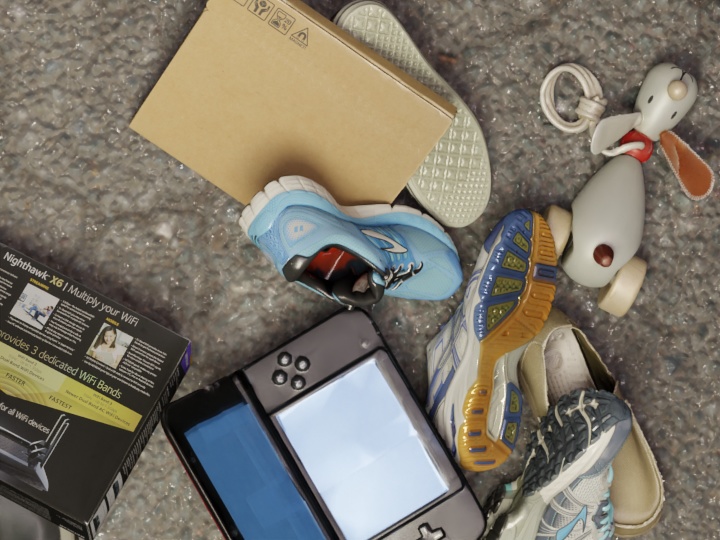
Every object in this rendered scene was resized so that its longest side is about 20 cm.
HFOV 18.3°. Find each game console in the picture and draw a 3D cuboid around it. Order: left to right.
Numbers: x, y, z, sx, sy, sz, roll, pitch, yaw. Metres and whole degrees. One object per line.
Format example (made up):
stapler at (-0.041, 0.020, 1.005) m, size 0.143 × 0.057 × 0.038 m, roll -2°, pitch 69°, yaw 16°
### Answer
game console at (-0.022, 0.145, 1.605) m, size 0.171 × 0.119 × 0.201 m, roll -30°, pitch 87°, yaw -3°

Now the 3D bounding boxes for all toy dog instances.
toy dog at (0.202, -0.066, 1.721) m, size 0.131 × 0.096 × 0.202 m, roll 6°, pitch 90°, yaw -9°

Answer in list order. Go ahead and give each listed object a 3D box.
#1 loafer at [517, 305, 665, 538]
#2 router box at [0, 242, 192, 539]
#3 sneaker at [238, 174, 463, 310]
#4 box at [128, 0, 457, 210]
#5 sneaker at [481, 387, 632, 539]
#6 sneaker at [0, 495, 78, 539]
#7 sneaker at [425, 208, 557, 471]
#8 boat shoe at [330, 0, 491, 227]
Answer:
loafer at (0.174, 0.120, 1.732) m, size 0.076 × 0.067 × 0.201 m, roll -32°, pitch 95°, yaw -7°
router box at (-0.245, 0.080, 1.632) m, size 0.199 × 0.052 × 0.158 m, roll 27°, pitch 70°, yaw 7°
sneaker at (0.000, 0.000, 1.657) m, size 0.199 × 0.090 × 0.079 m, roll 13°, pitch 128°, yaw -40°
box at (-0.053, -0.114, 1.678) m, size 0.199 × 0.021 × 0.164 m, roll 34°, pitch 120°, yaw -8°
sneaker at (0.161, 0.166, 1.694) m, size 0.086 × 0.078 × 0.200 m, roll 21°, pitch 131°, yaw -15°
sneaker at (-0.264, 0.198, 1.668) m, size 0.105 × 0.075 × 0.202 m, roll -3°, pitch 81°, yaw -5°
sneaker at (0.086, 0.047, 1.705) m, size 0.075 × 0.088 × 0.202 m, roll 15°, pitch 91°, yaw -37°
boat shoe at (0.036, -0.122, 1.715) m, size 0.074 × 0.062 × 0.201 m, roll -38°, pitch 111°, yaw -9°
